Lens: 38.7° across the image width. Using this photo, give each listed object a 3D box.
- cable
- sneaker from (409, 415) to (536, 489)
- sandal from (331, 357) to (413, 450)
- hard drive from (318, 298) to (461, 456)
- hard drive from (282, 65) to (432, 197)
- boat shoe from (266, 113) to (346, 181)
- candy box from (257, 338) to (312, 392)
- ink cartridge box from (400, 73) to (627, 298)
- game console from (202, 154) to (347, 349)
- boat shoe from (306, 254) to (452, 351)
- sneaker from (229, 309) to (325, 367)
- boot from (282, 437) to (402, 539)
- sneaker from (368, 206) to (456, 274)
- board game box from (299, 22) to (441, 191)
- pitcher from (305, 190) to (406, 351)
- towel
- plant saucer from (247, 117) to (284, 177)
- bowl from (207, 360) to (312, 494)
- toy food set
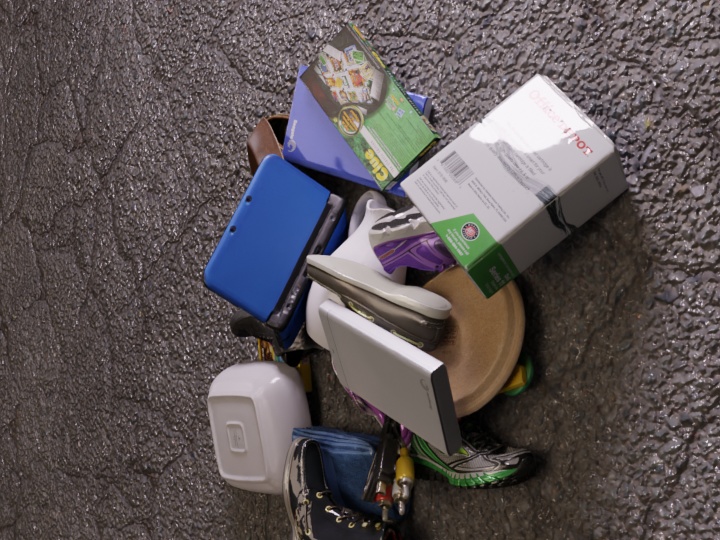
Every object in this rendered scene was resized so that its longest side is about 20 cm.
[{"bbox_3d":[0.046,0.216,1.280,0.097,0.050,0.201,-54,16,47],"label":"cable"},{"bbox_3d":[0.125,0.212,1.215,0.199,0.077,0.086,-1,86,51],"label":"sneaker"},{"bbox_3d":[0.014,0.159,1.370,0.202,0.049,0.083,43,119,40],"label":"sandal"},{"bbox_3d":[0.033,0.124,1.211,0.199,0.027,0.133,27,142,43],"label":"hard drive"},{"bbox_3d":[-0.008,-0.189,1.381,0.198,0.025,0.134,19,103,26],"label":"hard drive"},{"bbox_3d":[-0.072,-0.180,1.475,0.199,0.073,0.077,27,109,48],"label":"boat shoe"},{"bbox_3d":[-0.120,0.089,1.555,0.102,0.026,0.203,-16,76,45],"label":"candy box"},{"bbox_3d":[0.167,-0.093,1.112,0.199,0.083,0.147,-38,54,5],"label":"ink cartridge box"},{"bbox_3d":[-0.109,-0.022,1.371,0.117,0.171,0.202,24,74,8],"label":"game console"},{"bbox_3d":[0.014,0.035,1.237,0.200,0.072,0.061,23,109,26],"label":"boat shoe"},{"bbox_3d":[-0.115,0.094,1.488,0.199,0.060,0.105,-25,66,36],"label":"sneaker"},{"bbox_3d":[-0.021,0.316,1.323,0.152,0.073,0.206,-10,80,34],"label":"boot"},{"bbox_3d":[0.110,-0.041,1.231,0.198,0.081,0.084,-10,114,23],"label":"sneaker"},{"bbox_3d":[0.010,-0.214,1.341,0.105,0.023,0.201,-41,74,22],"label":"board game box"},{"bbox_3d":[0.000,0.000,1.363,0.202,0.120,0.172,-64,24,11],"label":"pitcher"},{"bbox_3d":[-0.018,0.273,1.388,0.199,0.048,0.113,-2,104,49],"label":"towel"},{"bbox_3d":[-0.127,-0.118,1.484,0.200,0.036,0.203,161,90,-81],"label":"plant saucer"},{"bbox_3d":[-0.157,0.240,1.529,0.198,0.074,0.203,-7,92,48],"label":"bowl"},{"bbox_3d":[0.120,0.086,1.226,0.199,0.048,0.200,-24,54,39],"label":"toy food set"}]
